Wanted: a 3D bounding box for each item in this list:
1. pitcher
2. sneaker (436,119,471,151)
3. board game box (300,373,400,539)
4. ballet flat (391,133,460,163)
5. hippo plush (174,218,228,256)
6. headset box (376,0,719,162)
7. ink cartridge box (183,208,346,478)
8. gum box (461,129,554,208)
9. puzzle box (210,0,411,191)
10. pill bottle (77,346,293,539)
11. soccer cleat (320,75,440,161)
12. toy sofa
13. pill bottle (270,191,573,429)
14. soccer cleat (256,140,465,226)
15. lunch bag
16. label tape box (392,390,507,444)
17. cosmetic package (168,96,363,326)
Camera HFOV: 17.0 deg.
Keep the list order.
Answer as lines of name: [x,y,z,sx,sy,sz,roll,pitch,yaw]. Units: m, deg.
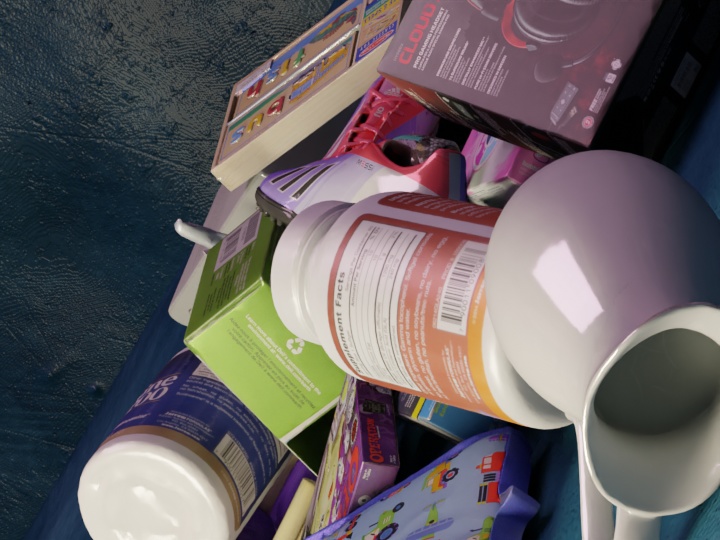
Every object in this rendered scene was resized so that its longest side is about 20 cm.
pitcher: [0.120,0.046,1.140,0.200,0.121,0.172,-107,29,-62]
sneaker: [0.092,-0.155,1.890,0.090,0.070,0.201,-14,-58,-72]
board game box: [-0.013,0.165,1.536,0.120,0.032,0.201,-103,24,-56]
ballet flat: [0.033,-0.004,1.628,0.072,0.072,0.201,-79,-8,-62]
hippo plush: [0.000,0.000,1.814,0.161,0.200,0.159,-43,-22,1]
headset box: [0.115,-0.153,1.481,0.200,0.075,0.149,25,85,40]
ink cartridge box: [-0.020,0.063,1.639,0.076,0.200,0.148,-38,18,19]
gum box: [0.122,-0.088,1.612,0.114,0.066,0.200,-64,9,-9]
puzzle box: [-0.031,-0.155,1.880,0.200,0.025,0.133,-35,25,26]
pill bottle: [-0.106,0.117,1.658,0.111,0.111,0.200,-56,-1,34]
soccer cleat: [0.012,-0.094,1.702,0.200,0.068,0.073,-56,-18,-53]
toy sofa: [-0.052,0.173,1.730,0.083,0.097,0.200,-62,8,3]
pill bottle: [0.045,0.016,1.338,0.200,0.112,0.113,13,73,47]
soccer cleat: [0.003,-0.050,1.534,0.200,0.068,0.074,17,94,56]
lunch bag: [0.027,0.179,1.348,0.200,0.094,0.151,-46,14,31]
label tape box: [0.079,0.037,1.496,0.145,0.063,0.200,-64,9,-4]
cosmetic package: [-0.032,-0.036,2.001,0.200,0.167,0.167,-54,11,43]
